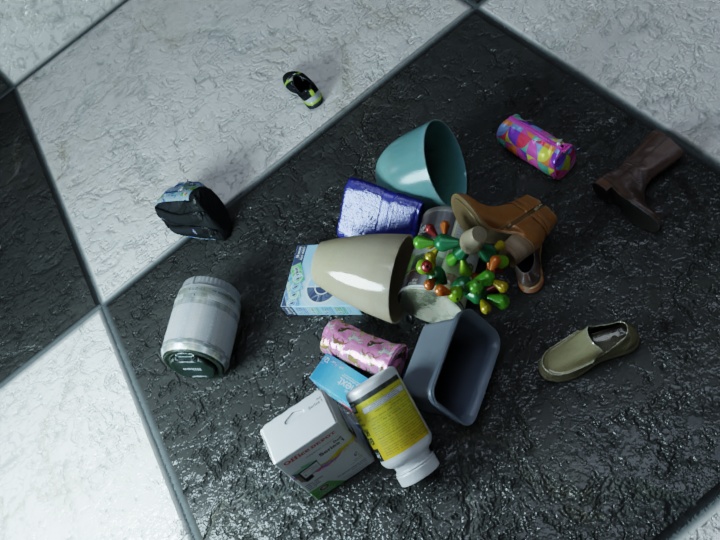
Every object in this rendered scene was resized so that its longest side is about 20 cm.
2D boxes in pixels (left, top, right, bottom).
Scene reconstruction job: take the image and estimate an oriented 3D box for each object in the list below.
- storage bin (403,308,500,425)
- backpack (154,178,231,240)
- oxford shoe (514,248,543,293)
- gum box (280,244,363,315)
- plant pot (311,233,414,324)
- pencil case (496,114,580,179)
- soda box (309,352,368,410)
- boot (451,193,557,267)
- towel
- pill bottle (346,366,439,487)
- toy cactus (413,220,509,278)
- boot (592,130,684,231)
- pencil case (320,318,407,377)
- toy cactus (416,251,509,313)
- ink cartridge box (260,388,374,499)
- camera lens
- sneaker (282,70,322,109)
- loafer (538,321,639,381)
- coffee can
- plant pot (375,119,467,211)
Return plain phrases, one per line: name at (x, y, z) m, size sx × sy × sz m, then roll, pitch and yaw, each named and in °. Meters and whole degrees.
storage bin at (0.172, 0.193, 1.472) m, size 0.133 × 0.145 × 0.203 m, roll -10°, pitch 49°, yaw 54°
backpack at (-0.455, -0.161, 2.007) m, size 0.196 × 0.164 × 0.156 m, roll -9°, pitch 45°, yaw 28°
oxford shoe at (0.346, -0.056, 1.581) m, size 0.070 × 0.073 × 0.204 m, roll -15°, pitch 53°, yaw 15°
gum box at (-0.074, 0.019, 1.755) m, size 0.195 × 0.045 × 0.173 m, roll -2°, pitch 57°, yaw 25°
plant pot at (0.000, 0.000, 1.615) m, size 0.195 × 0.189 × 0.191 m, roll 11°, pitch 62°, yaw 18°
pencil case at (0.400, -0.285, 1.707) m, size 0.088 × 0.089 × 0.199 m, roll -44°, pitch 50°, yaw -8°
soda box at (-0.010, 0.252, 1.552) m, size 0.198 × 0.064 × 0.068 m, roll 27°, pitch 72°, yaw 37°
boot at (0.294, -0.115, 1.538) m, size 0.154 × 0.074 × 0.200 m, roll -40°, pitch 78°, yaw -25°
towel at (0.047, -0.115, 1.700) m, size 0.196 × 0.049 × 0.151 m, roll 21°, pitch 111°, yaw 21°
pill bottle at (0.064, 0.294, 1.410) m, size 0.111 × 0.112 × 0.203 m, roll -30°, pitch 84°, yaw 3°
toy cactus at (0.206, -0.050, 1.438) m, size 0.196 × 0.165 × 0.104 m, roll 24°, pitch 71°, yaw -4°
boot at (0.613, -0.193, 1.559) m, size 0.198 × 0.065 × 0.187 m, roll -36°, pitch 52°, yaw -7°
pencil case at (0.006, 0.166, 1.592) m, size 0.197 × 0.086 × 0.085 m, roll 18°, pitch 86°, yaw 33°
toy cactus at (0.179, 0.018, 1.399) m, size 0.165 × 0.195 × 0.105 m, roll 175°, pitch 106°, yaw -71°
ink cartridge box at (-0.079, 0.336, 1.440) m, size 0.143 × 0.201 × 0.085 m, roll -33°, pitch 49°, yaw 1°
camera lens at (-0.366, 0.137, 1.744) m, size 0.156 × 0.161 × 0.204 m, roll -6°, pitch 55°, yaw 22°
sneaker at (-0.171, -0.542, 2.163) m, size 0.071 × 0.083 × 0.200 m, roll -40°, pitch 50°, yaw -6°
loafer at (0.424, 0.142, 1.412) m, size 0.197 × 0.068 × 0.077 m, roll -26°, pitch 50°, yaw 7°
coffee can at (0.173, -0.010, 1.588) m, size 0.143 × 0.147 × 0.204 m, roll 5°, pitch 60°, yaw 28°
plant pot at (0.130, -0.223, 1.731) m, size 0.158 × 0.200 × 0.205 m, roll -13°, pitch 51°, yaw 34°
